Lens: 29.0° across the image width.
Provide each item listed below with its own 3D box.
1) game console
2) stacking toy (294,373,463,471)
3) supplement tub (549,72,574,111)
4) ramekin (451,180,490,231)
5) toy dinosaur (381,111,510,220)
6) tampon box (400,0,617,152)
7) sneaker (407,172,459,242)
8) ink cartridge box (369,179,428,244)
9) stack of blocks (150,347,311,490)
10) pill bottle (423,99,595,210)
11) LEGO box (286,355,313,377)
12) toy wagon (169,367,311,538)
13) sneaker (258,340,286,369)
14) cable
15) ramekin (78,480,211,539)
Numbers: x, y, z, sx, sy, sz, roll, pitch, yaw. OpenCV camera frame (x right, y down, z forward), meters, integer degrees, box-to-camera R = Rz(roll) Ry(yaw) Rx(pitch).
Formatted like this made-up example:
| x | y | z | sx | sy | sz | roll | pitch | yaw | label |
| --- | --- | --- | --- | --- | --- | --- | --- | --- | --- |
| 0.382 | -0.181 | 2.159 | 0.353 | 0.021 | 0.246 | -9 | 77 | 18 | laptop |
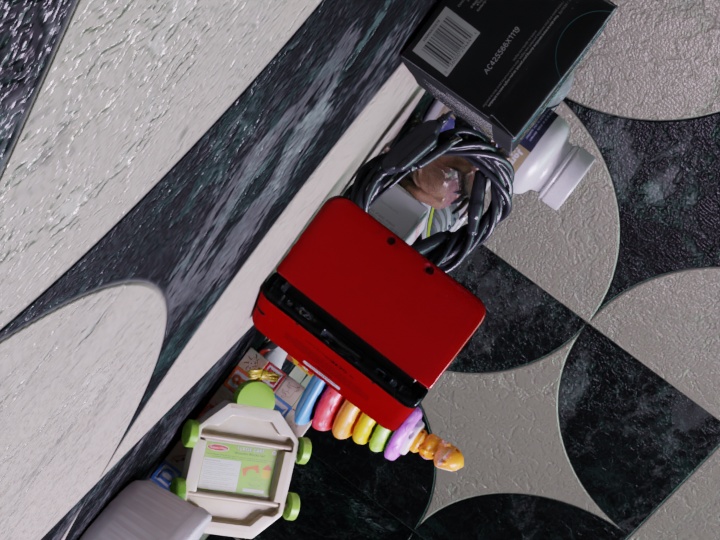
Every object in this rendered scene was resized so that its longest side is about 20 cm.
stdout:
| x | y | z | sx | sy | sz | roll | pitch | yaw | label |
| --- | --- | --- | --- | --- | --- | --- | --- | --- | --- |
| 0.004 | 0.049 | 1.453 | 0.119 | 0.200 | 0.172 | -50 | 175 | -23 | game console |
| 0.033 | 0.174 | 1.611 | 0.110 | 0.200 | 0.116 | -61 | 169 | 17 | stacking toy |
| 0.197 | -0.225 | 1.902 | 0.123 | 0.122 | 0.200 | -50 | 174 | -41 | supplement tub |
| 0.101 | -0.093 | 2.058 | 0.200 | 0.105 | 0.200 | -53 | 177 | -4 | ramekin |
| 0.094 | -0.108 | 1.621 | 0.086 | 0.135 | 0.200 | -52 | 177 | -13 | toy dinosaur |
| 0.136 | -0.208 | 1.292 | 0.150 | 0.126 | 0.200 | -53 | 177 | 5 | tampon box |
| 0.086 | -0.055 | 1.762 | 0.074 | 0.081 | 0.200 | 4 | -95 | 50 | sneaker |
| -0.014 | -0.007 | 1.614 | 0.200 | 0.086 | 0.148 | -51 | 175 | -5 | ink cartridge box |
| -0.148 | 0.209 | 1.702 | 0.200 | 0.115 | 0.059 | -52 | 176 | -9 | stack of blocks |
| 0.186 | -0.165 | 1.721 | 0.111 | 0.200 | 0.111 | -53 | 176 | -6 | pill bottle |
| -0.021 | 0.101 | 2.000 | 0.077 | 0.149 | 0.200 | -51 | 176 | -27 | LEGO box |
| -0.136 | 0.211 | 1.632 | 0.040 | 0.155 | 0.200 | 12 | -90 | 66 | toy wagon |
| -0.126 | 0.185 | 1.802 | 0.201 | 0.108 | 0.067 | -52 | 176 | -20 | sneaker |
| 0.071 | -0.069 | 1.521 | 0.200 | 0.163 | 0.051 | -43 | -148 | 3 | cable |
| -0.259 | 0.320 | 1.525 | 0.202 | 0.094 | 0.202 | -52 | 177 | -5 | ramekin |
